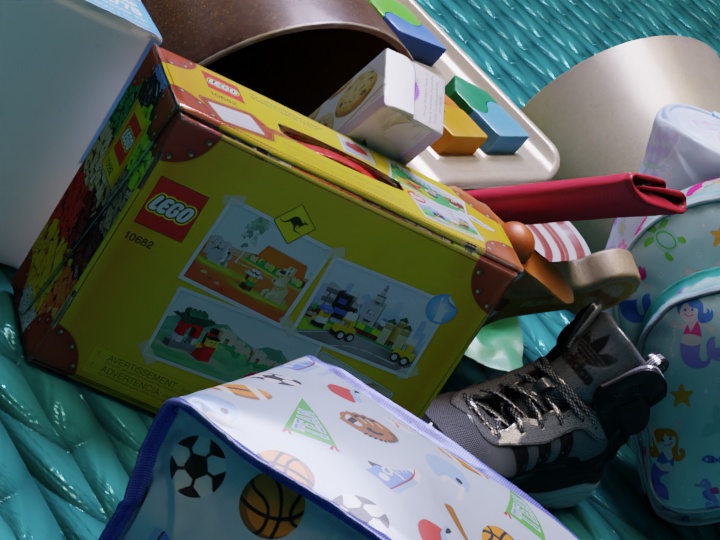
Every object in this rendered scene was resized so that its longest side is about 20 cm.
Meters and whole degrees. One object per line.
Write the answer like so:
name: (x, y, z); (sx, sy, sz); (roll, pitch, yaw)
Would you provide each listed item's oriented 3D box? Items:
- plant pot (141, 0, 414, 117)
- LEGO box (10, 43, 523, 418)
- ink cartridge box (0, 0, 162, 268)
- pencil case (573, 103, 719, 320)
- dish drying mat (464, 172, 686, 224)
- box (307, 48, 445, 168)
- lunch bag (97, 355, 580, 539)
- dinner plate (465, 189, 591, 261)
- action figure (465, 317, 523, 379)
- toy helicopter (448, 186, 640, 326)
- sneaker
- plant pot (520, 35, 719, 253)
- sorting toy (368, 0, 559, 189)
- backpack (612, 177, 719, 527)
plant pot: (-0.094, -0.144, 1.440); (0.187, 0.187, 0.200); (12, 42, -49)
LEGO box: (-0.047, 0.004, 1.272); (0.200, 0.149, 0.077); (25, 19, -25)
ink cartridge box: (-0.218, -0.129, 1.330); (0.146, 0.147, 0.200); (22, 21, -30)
pencil case: (0.189, -0.005, 1.626); (0.083, 0.200, 0.091); (19, 18, -9)
dish drying mat: (0.073, -0.036, 1.430); (0.200, 0.018, 0.077); (-4, -6, 30)
box: (-0.031, -0.043, 1.351); (0.039, 0.200, 0.042); (27, 48, -26)
lunch bag: (0.009, 0.137, 1.067); (0.200, 0.124, 0.170); (29, 15, 13)
dinner plate: (0.051, -0.044, 1.599); (0.200, 0.024, 0.200); (24, 19, -9)
action figure: (0.000, 0.000, 1.523); (0.200, 0.055, 0.118); (26, 20, -18)
toy helicopter: (0.074, 0.006, 1.411); (0.200, 0.132, 0.079); (-6, 60, -34)
sneaker: (0.092, 0.069, 1.390); (0.076, 0.114, 0.200); (51, 23, 26)
plant pot: (0.217, -0.029, 1.814); (0.187, 0.187, 0.200); (13, 40, -47)
sorting toy: (0.029, -0.123, 1.629); (0.185, 0.036, 0.200); (47, 25, 16)
backpack: (0.234, 0.044, 1.516); (0.177, 0.200, 0.151); (-7, 4, 15)
